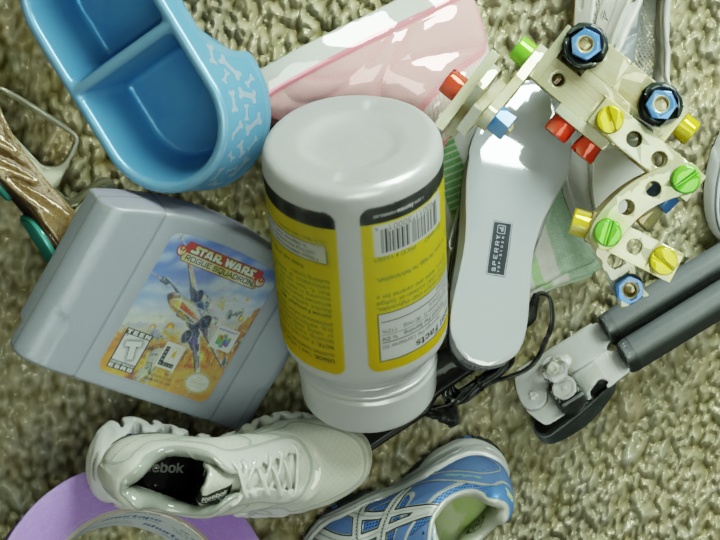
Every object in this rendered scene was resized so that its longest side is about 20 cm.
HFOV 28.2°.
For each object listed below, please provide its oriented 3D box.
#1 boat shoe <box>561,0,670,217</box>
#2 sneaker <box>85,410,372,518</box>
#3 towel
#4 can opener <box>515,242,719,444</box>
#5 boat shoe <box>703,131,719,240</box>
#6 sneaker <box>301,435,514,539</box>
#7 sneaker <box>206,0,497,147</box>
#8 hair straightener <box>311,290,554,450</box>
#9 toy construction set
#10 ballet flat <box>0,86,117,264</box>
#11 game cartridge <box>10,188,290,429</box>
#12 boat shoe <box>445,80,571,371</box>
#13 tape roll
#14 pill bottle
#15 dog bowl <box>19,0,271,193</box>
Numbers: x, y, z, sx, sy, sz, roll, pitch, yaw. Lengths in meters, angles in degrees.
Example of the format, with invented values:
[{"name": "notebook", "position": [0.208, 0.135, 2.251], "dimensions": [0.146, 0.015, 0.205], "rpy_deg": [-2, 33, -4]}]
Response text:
[{"name": "boat shoe", "position": [0.183, -0.116, 0.991], "dimensions": [0.070, 0.069, 0.203], "rpy_deg": [-13, 111, -32]}, {"name": "sneaker", "position": [-0.081, 0.137, 0.961], "dimensions": [0.197, 0.081, 0.076], "rpy_deg": [-1, 93, -20]}, {"name": "towel", "position": [0.064, -0.026, 1.027], "dimensions": [0.198, 0.023, 0.154], "rpy_deg": [-25, 109, -3]}, {"name": "can opener", "position": [0.203, 0.052, 1.068], "dimensions": [0.199, 0.053, 0.066], "rpy_deg": [-35, 146, 6]}, {"name": "boat shoe", "position": [0.313, -0.106, 1.030], "dimensions": [0.069, 0.066, 0.202], "rpy_deg": [22, 103, -16]}, {"name": "sneaker", "position": [0.028, 0.200, 1.060], "dimensions": [0.199, 0.077, 0.076], "rpy_deg": [-38, 112, 3]}, {"name": "sneaker", "position": [0.002, -0.111, 0.953], "dimensions": [0.198, 0.075, 0.106], "rpy_deg": [-26, 98, -7]}, {"name": "hair straightener", "position": [0.059, 0.080, 1.049], "dimensions": [0.199, 0.041, 0.077], "rpy_deg": [-35, 145, 2]}, {"name": "toy construction set", "position": [0.142, -0.081, 0.928], "dimensions": [0.199, 0.092, 0.132], "rpy_deg": [37, 98, -12]}, {"name": "ballet flat", "position": [-0.207, -0.057, 0.946], "dimensions": [0.072, 0.068, 0.201], "rpy_deg": [-41, 106, -13]}, {"name": "game cartridge", "position": [-0.120, 0.025, 0.959], "dimensions": [0.199, 0.042, 0.134], "rpy_deg": [23, 106, -41]}, {"name": "boat shoe", "position": [0.096, -0.029, 0.989], "dimensions": [0.071, 0.068, 0.203], "rpy_deg": [11, 81, -7]}, {"name": "tape roll", "position": [-0.160, 0.238, 0.984], "dimensions": [0.197, 0.066, 0.203], "rpy_deg": [7, 71, -19]}, {"name": "pill bottle", "position": [0.000, 0.000, 0.927], "dimensions": [0.113, 0.115, 0.202], "rpy_deg": [-10, 128, -8]}, {"name": "dog bowl", "position": [-0.139, -0.137, 0.899], "dimensions": [0.111, 0.050, 0.201], "rpy_deg": [-28, 97, 26]}]
